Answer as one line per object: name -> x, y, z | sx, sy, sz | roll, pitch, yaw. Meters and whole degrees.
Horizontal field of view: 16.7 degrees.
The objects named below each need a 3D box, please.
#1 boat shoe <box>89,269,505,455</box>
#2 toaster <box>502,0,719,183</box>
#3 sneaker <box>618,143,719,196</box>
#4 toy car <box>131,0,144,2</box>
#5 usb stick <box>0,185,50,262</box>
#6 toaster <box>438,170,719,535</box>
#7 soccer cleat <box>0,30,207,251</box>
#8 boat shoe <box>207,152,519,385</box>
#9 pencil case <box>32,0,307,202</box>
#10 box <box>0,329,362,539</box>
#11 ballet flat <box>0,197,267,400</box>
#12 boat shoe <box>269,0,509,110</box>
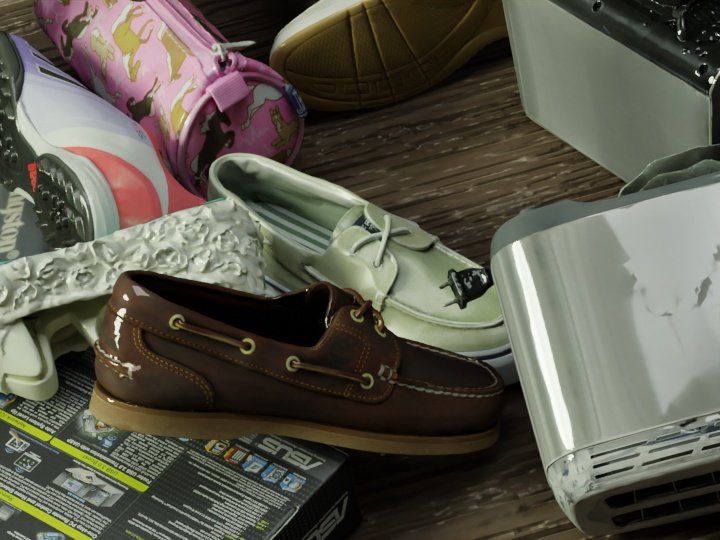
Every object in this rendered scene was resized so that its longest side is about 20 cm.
boat shoe -> -0.021, 0.040, 1.093 | 0.198, 0.071, 0.070 | 5, 14, -26
toaster -> 0.179, -0.138, 1.260 | 0.180, 0.119, 0.200 | -33, 47, -23
sneaker -> 0.226, -0.011, 1.154 | 0.199, 0.105, 0.060 | 31, 21, -3
toy car -> -0.075, -0.222, 1.286 | 0.157, 0.165, 0.200 | -8, 21, 49
usb stick -> -0.173, -0.026, 1.283 | 0.055, 0.033, 0.201 | -4, 43, 7
toaster -> 0.140, 0.034, 1.064 | 0.198, 0.114, 0.130 | -13, 69, 5
soccer cleat -> -0.143, -0.062, 1.251 | 0.073, 0.069, 0.200 | -6, 32, -26
boat shoe -> 0.000, 0.000, 1.192 | 0.199, 0.062, 0.072 | 19, 50, 28
pencil case -> -0.107, -0.115, 1.318 | 0.087, 0.083, 0.200 | -54, 44, 10
box -> -0.124, 0.112, 1.114 | 0.199, 0.044, 0.160 | 22, 53, 32
ballet flat -> -0.134, 0.022, 1.136 | 0.199, 0.072, 0.072 | -19, 42, -8
boat shoe -> 0.036, -0.151, 1.339 | 0.199, 0.071, 0.069 | -23, 44, -8
